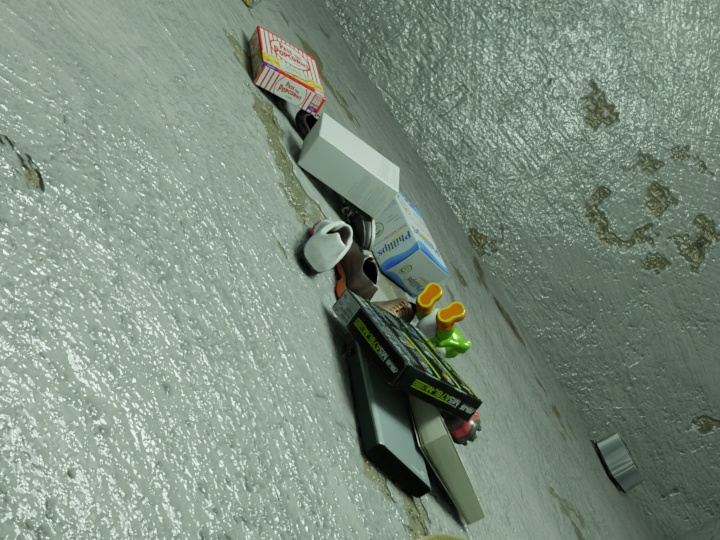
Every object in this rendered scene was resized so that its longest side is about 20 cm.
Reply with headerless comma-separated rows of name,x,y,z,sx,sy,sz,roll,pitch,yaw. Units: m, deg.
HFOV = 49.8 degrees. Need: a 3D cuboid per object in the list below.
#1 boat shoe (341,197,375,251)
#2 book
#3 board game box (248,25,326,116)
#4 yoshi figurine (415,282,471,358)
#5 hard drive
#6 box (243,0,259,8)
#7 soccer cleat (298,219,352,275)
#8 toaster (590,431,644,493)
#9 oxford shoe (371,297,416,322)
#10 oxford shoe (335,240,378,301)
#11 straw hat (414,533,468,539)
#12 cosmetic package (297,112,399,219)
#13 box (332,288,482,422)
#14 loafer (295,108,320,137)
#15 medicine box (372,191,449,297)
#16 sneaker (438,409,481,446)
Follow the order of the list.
boat shoe,-0.016,-0.122,1.613,0.061,0.073,0.204,0,53,-20
book,0.133,0.281,1.214,0.135,0.047,0.202,-108,172,-57
board game box,-0.157,-0.423,1.636,0.149,0.047,0.202,23,31,-29
yoshi figurine,0.149,0.106,1.409,0.202,0.109,0.115,90,4,-53
hard drive,0.038,0.212,1.126,0.140,0.032,0.202,48,18,-36
box,-0.291,-0.780,1.853,0.192,0.121,0.203,42,21,-46
soccer cleat,-0.043,-0.049,1.278,0.071,0.085,0.201,54,15,-11
toaster,1.080,0.798,3.252,0.200,0.117,0.183,47,17,-36
oxford shoe,0.051,0.075,1.367,0.072,0.072,0.200,59,15,8
oxford shoe,0.000,0.000,1.347,0.071,0.072,0.202,48,17,-28
straw hat,0.090,0.393,0.820,0.203,0.195,0.087,-103,-161,-51
cosmetic package,-0.020,-0.209,1.548,0.198,0.085,0.109,33,31,-16
box,0.070,0.127,1.178,0.192,0.048,0.200,33,11,-42
loafer,-0.063,-0.263,1.658,0.200,0.072,0.063,45,0,-18
medicine box,0.090,-0.071,1.734,0.182,0.102,0.203,35,26,-57
sneaker,0.143,0.224,1.347,0.098,0.071,0.201,45,6,-25
